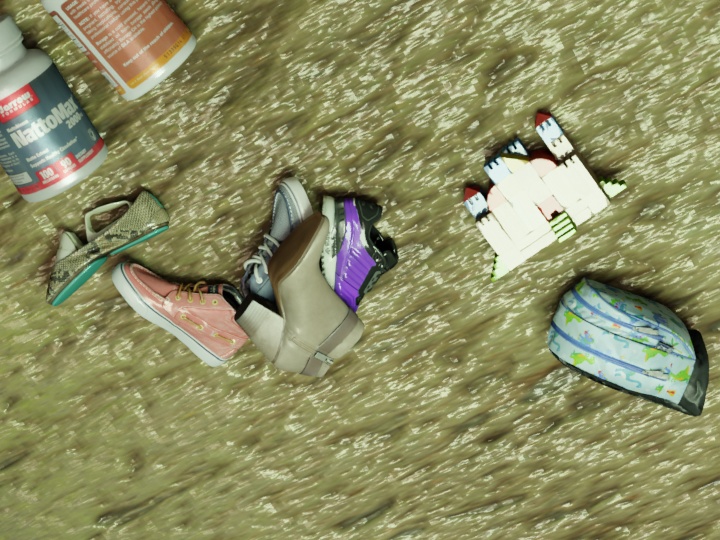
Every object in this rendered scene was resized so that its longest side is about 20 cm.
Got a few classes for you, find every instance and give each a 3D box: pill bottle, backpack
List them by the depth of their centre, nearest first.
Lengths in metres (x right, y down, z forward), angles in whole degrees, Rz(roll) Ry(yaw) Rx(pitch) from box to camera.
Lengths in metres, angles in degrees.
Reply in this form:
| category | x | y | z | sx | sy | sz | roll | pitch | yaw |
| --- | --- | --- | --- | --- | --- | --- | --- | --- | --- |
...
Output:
| category | x | y | z | sx | sy | sz | roll | pitch | yaw |
| --- | --- | --- | --- | --- | --- | --- | --- | --- | --- |
| pill bottle | -0.290 | -0.303 | 1.411 | 0.112 | 0.112 | 0.200 | -33 | 112 | 17 |
| pill bottle | -0.400 | -0.193 | 1.465 | 0.119 | 0.120 | 0.200 | -24 | 114 | 13 |
| backpack | 0.340 | 0.093 | 1.588 | 0.200 | 0.163 | 0.154 | 7 | 109 | 5 |

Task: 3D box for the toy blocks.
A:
| category | x | y | z | sx | sy | sz | roll | pitch | yaw |
| --- | --- | --- | --- | --- | --- | --- | --- | --- | --- |
| toy blocks | 0.206 | -0.100 | 1.526 | 0.200 | 0.100 | 0.137 | -35 | 100 | 17 |

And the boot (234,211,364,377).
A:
| category | x | y | z | sx | sy | sz | roll | pitch | yaw |
| --- | --- | --- | --- | --- | --- | --- | --- | --- | --- |
| boot | -0.055 | 0.039 | 1.533 | 0.146 | 0.070 | 0.200 | 32 | 110 | -24 |

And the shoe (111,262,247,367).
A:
| category | x | y | z | sx | sy | sz | roll | pitch | yaw |
| --- | --- | --- | --- | --- | --- | --- | --- | --- | --- |
| shoe | -0.223 | 0.037 | 1.610 | 0.091 | 0.072 | 0.200 | -40 | 116 | 17 |

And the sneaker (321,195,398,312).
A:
| category | x | y | z | sx | sy | sz | roll | pitch | yaw |
| --- | --- | --- | --- | --- | --- | --- | --- | --- | --- |
| sneaker | 0.000 | 0.000 | 1.584 | 0.099 | 0.070 | 0.200 | -1 | 118 | -1 |

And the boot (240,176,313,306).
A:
| category | x | y | z | sx | sy | sz | roll | pitch | yaw |
| --- | --- | --- | --- | --- | --- | --- | --- | --- | --- |
| boot | -0.106 | -0.015 | 1.561 | 0.090 | 0.073 | 0.200 | -18 | 120 | -23 |

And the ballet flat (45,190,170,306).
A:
| category | x | y | z | sx | sy | sz | roll | pitch | yaw |
| --- | --- | --- | --- | --- | --- | --- | --- | --- | --- |
| ballet flat | -0.337 | -0.036 | 1.584 | 0.200 | 0.068 | 0.075 | -34 | 90 | 11 |
